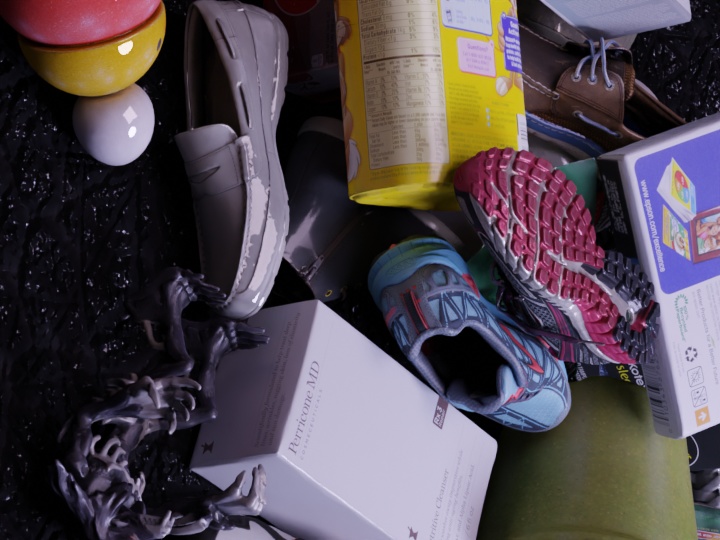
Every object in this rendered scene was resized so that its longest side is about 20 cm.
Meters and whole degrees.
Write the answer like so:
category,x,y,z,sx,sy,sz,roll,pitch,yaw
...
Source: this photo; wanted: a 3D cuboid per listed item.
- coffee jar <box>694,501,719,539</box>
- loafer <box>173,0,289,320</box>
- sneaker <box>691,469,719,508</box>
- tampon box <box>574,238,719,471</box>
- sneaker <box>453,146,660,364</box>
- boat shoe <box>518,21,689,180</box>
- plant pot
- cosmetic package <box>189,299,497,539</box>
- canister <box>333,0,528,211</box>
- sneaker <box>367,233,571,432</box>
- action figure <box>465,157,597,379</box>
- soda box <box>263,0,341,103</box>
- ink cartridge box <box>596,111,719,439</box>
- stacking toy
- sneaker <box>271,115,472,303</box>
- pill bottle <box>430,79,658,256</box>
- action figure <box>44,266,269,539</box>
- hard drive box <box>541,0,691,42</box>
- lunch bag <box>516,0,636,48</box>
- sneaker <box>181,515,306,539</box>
category,x,y,z,sx,sy,sz,roll,pitch,yaw
coffee jar,0.224,0.273,1.816,0.104,0.085,0.202,14,72,-49
loafer,-0.085,-0.070,1.520,0.069,0.070,0.202,12,69,-39
sneaker,0.280,0.170,1.925,0.081,0.076,0.201,42,45,-29
tampon box,0.273,0.053,1.830,0.126,0.199,0.151,-49,119,-44
sneaker,0.112,0.001,1.540,0.200,0.074,0.081,49,46,-39
boat shoe,0.156,-0.122,1.668,0.199,0.072,0.073,34,40,-21
plant pot,0.154,0.182,1.685,0.200,0.199,0.185,44,39,-37
cosmetic package,-0.008,0.116,1.561,0.200,0.081,0.114,39,54,-41
canister,0.044,-0.144,1.561,0.148,0.086,0.202,4,80,-54
sneaker,0.074,0.066,1.587,0.200,0.079,0.096,39,24,-41
action figure,0.130,0.019,1.683,0.118,0.055,0.200,-35,151,-11
soda box,-0.020,-0.217,1.623,0.063,0.070,0.202,16,71,-49
ink cartridge box,0.268,-0.012,1.668,0.199,0.047,0.199,-19,102,-26
stacking toy,-0.157,-0.154,1.423,0.146,0.145,0.201,-48,137,-45
sneaker,0.000,0.000,1.617,0.200,0.074,0.107,47,62,-36
pill bottle,0.132,-0.069,1.750,0.200,0.110,0.112,-27,104,-50
action figure,-0.115,0.098,1.418,0.119,0.101,0.201,56,42,-44
hard drive box,0.145,-0.254,1.605,0.200,0.076,0.157,26,57,-64
lunch bag,0.122,-0.251,1.768,0.163,0.117,0.202,23,61,-42
sneaker,-0.031,0.194,1.519,0.199,0.080,0.074,25,65,-45
